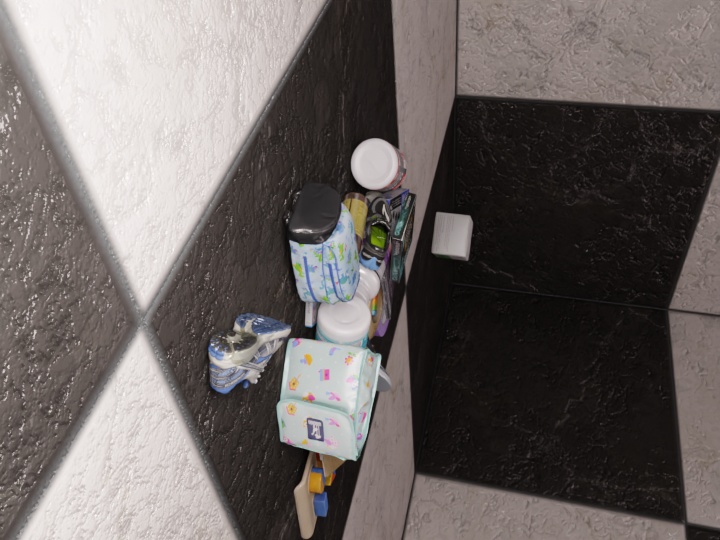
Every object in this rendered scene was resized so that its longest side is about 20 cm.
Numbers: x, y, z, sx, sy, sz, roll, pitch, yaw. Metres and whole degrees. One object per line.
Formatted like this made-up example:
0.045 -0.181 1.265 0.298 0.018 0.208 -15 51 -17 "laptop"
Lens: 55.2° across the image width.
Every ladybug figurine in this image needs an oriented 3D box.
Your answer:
0.010 0.076 1.735 0.135 0.070 0.206 -4 99 -71 "ladybug figurine"

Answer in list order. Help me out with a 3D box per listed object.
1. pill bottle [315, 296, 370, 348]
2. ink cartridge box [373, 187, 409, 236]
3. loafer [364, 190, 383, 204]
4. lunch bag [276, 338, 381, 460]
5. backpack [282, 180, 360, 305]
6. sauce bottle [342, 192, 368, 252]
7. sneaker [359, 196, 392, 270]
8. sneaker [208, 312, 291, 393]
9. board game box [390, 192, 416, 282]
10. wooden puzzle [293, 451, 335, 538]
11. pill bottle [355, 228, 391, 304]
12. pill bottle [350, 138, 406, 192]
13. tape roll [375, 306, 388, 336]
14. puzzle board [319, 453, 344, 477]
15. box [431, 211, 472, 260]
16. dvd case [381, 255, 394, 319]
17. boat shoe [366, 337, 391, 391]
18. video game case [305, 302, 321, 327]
-0.042 0.153 1.434 0.112 0.108 0.203 -70 173 -46 "pill bottle"
0.078 -0.146 1.721 0.200 0.043 0.097 -41 135 -68 "ink cartridge box"
0.022 -0.098 1.743 0.070 0.068 0.205 -29 124 -58 "loafer"
-0.063 0.240 1.291 0.122 0.166 0.205 37 62 -68 "lunch bag"
-0.068 -0.030 1.250 0.165 0.150 0.203 -77 180 -53 "backpack"
-0.025 -0.074 1.514 0.065 0.063 0.204 76 21 -56 "sauce bottle"
0.045 -0.092 1.538 0.083 0.069 0.203 124 -18 -44 "sneaker"
-0.168 0.122 1.019 0.199 0.075 0.087 -24 130 -67 "sneaker"
0.104 -0.078 1.701 0.201 0.027 0.138 89 18 -59 "board game box"
-0.091 0.467 1.547 0.202 0.045 0.189 -67 160 -50 "wooden puzzle"
0.000 0.000 1.576 0.202 0.109 0.113 -70 161 -44 "pill bottle"
0.052 -0.251 1.675 0.200 0.113 0.119 -16 112 -76 "pill bottle"
0.041 0.076 1.898 0.200 0.064 0.206 7 90 -76 "tape roll"
-0.070 0.335 1.531 0.150 0.017 0.205 -5 85 -72 "puzzle board"
0.442 -0.161 3.301 0.199 0.167 0.206 18 78 -76 "box"
0.073 0.001 1.796 0.203 0.016 0.151 -80 166 -45 "dvd case"
0.016 0.210 1.683 0.200 0.070 0.092 46 42 -31 "boat shoe"
-0.082 -0.002 1.421 0.143 0.017 0.205 -43 137 -70 "video game case"
